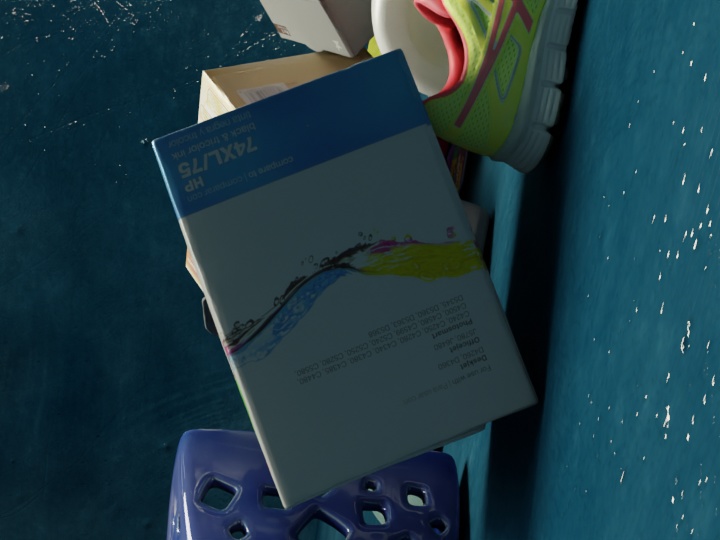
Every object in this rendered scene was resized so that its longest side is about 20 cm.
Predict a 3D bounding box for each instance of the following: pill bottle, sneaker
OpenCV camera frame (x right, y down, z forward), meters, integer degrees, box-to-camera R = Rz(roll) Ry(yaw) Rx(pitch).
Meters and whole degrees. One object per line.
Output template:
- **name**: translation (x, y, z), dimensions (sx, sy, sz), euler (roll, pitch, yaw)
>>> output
- **pill bottle**: translation (0.063, -0.199, 0.803), dimensions (0.201, 0.110, 0.114), euler (-89, 8, -66)
- **sneaker**: translation (0.077, -0.161, 0.634), dimensions (0.078, 0.089, 0.204), euler (-131, 51, -88)

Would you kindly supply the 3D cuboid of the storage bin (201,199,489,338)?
- **storage bin**: translation (0.000, 0.000, 0.828), dimensions (0.146, 0.197, 0.136), euler (107, -179, -72)

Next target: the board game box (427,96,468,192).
- **board game box**: translation (0.068, -0.136, 1.059), dimensions (0.158, 0.038, 0.204), euler (161, 118, -81)

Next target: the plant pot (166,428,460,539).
- **plant pot**: translation (-0.036, 0.244, 0.754), dimensions (0.181, 0.196, 0.202), euler (-96, 14, -57)

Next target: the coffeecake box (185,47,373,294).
- **coffeecake box**: translation (-0.060, -0.076, 0.971), dimensions (0.073, 0.152, 0.202), euler (49, 142, 37)

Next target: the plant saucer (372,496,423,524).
- **plant saucer**: translation (0.019, 0.143, 1.006), dimensions (0.201, 0.038, 0.205), euler (177, 90, -82)

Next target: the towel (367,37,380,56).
- **towel**: translation (0.025, -0.216, 1.036), dimensions (0.086, 0.018, 0.203), euler (-16, 58, 60)

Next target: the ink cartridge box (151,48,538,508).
- **ink cartridge box**: translation (-0.012, 0.012, 0.651), dimensions (0.147, 0.144, 0.203), euler (114, 135, -80)

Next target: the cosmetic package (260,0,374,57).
- **cosmetic package**: translation (0.009, -0.276, 0.941), dimensions (0.200, 0.106, 0.091), euler (-47, -48, -19)
